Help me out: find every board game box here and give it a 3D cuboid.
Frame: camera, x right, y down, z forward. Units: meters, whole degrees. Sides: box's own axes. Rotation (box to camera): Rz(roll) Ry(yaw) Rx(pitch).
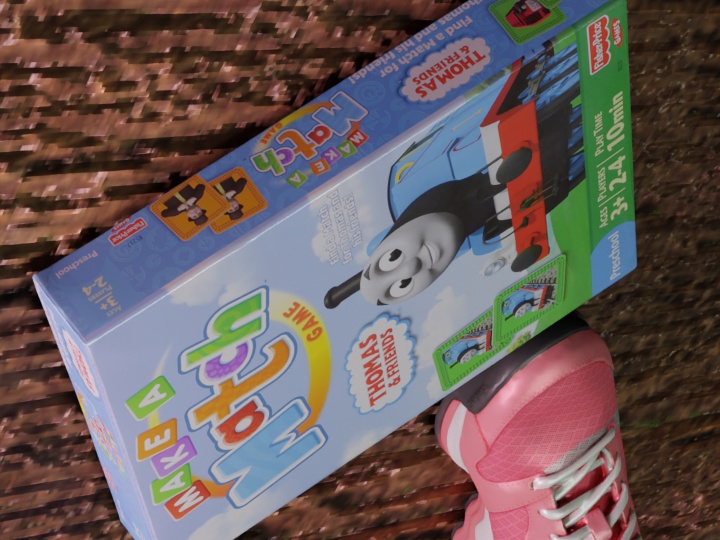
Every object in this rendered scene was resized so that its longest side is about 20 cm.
[{"bbox_3d":[0.000,0.000,0.889,0.199,0.037,0.152,-33,149,-14],"label":"board game box"}]

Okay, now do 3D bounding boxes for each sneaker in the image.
[{"bbox_3d":[0.083,0.091,1.048,0.074,0.087,0.201,-31,148,-18],"label":"sneaker"}]
